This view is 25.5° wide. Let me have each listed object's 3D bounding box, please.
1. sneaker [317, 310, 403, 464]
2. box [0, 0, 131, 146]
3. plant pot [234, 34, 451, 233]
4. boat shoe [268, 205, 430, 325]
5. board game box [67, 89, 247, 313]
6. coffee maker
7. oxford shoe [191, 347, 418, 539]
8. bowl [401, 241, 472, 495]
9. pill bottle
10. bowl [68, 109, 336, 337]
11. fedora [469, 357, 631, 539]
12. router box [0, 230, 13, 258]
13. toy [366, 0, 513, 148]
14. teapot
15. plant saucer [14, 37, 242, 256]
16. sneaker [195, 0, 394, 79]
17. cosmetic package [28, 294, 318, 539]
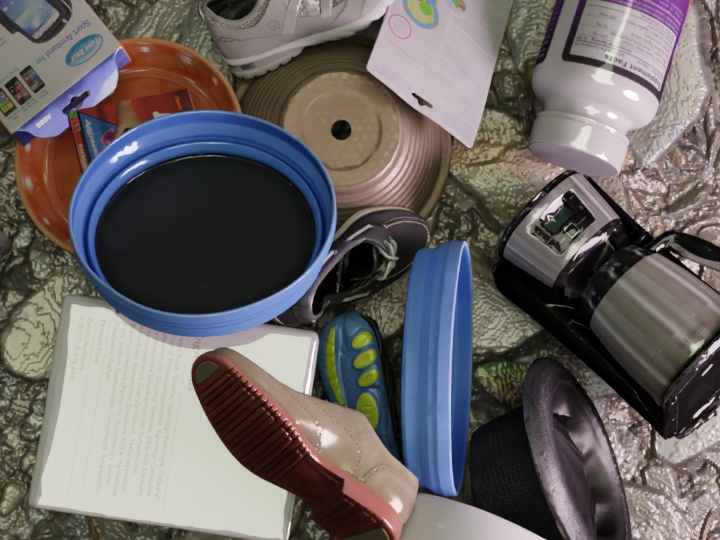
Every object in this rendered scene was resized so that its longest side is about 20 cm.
[{"bbox_3d":[0.008,0.131,1.324,0.070,0.083,0.201,-3,98,18],"label":"sneaker"},{"bbox_3d":[-0.287,-0.201,1.342,0.119,0.041,0.200,-38,79,-3],"label":"box"},{"bbox_3d":[-0.020,-0.109,1.341,0.200,0.093,0.202,0,84,-3],"label":"plant pot"},{"bbox_3d":[0.000,0.000,1.264,0.200,0.063,0.073,-22,118,-45],"label":"boat shoe"},{"bbox_3d":[-0.162,-0.059,1.250,0.102,0.019,0.201,-12,54,-13],"label":"board game box"},{"bbox_3d":[0.211,0.037,1.315,0.134,0.192,0.200,-33,64,-28],"label":"coffee maker"},{"bbox_3d":[-0.040,0.121,1.171,0.200,0.070,0.075,46,46,-11],"label":"oxford shoe"},{"bbox_3d":[0.062,0.077,1.265,0.039,0.201,0.202,1,83,8],"label":"bowl"},{"bbox_3d":[0.211,-0.187,1.356,0.111,0.111,0.201,19,83,-1],"label":"pill bottle"},{"bbox_3d":[-0.117,-0.035,1.195,0.199,0.039,0.201,0,52,0],"label":"bowl"},{"bbox_3d":[0.147,0.172,1.294,0.091,0.200,0.202,-17,84,22],"label":"fedora"},{"bbox_3d":[-0.369,0.028,1.258,0.049,0.180,0.200,39,82,1],"label":"router box"},{"bbox_3d":[0.063,-0.202,1.349,0.115,0.047,0.201,34,55,-22],"label":"toy"},{"bbox_3d":[0.079,0.272,1.223,0.200,0.197,0.147,32,72,-25],"label":"teapot"},{"bbox_3d":[-0.192,-0.099,1.337,0.199,0.032,0.201,-3,73,8],"label":"plant saucer"},{"bbox_3d":[-0.045,-0.230,1.302,0.199,0.082,0.075,-29,43,19],"label":"sneaker"},{"bbox_3d":[-0.144,0.121,1.268,0.199,0.167,0.167,9,82,-2],"label":"cosmetic package"}]
